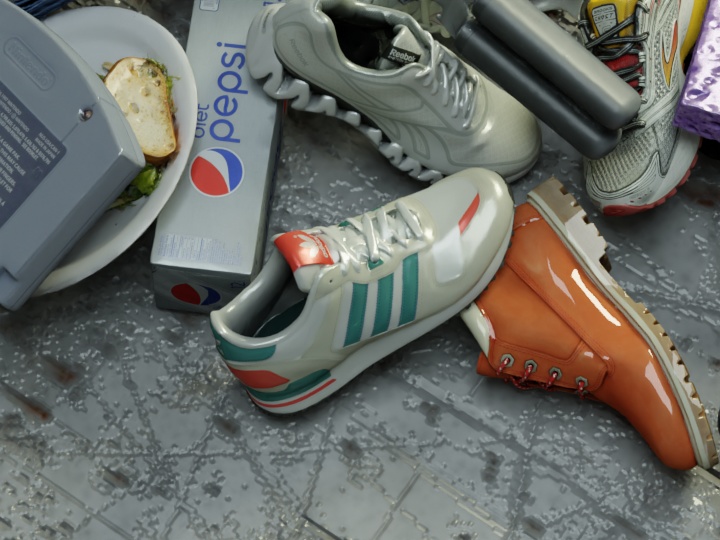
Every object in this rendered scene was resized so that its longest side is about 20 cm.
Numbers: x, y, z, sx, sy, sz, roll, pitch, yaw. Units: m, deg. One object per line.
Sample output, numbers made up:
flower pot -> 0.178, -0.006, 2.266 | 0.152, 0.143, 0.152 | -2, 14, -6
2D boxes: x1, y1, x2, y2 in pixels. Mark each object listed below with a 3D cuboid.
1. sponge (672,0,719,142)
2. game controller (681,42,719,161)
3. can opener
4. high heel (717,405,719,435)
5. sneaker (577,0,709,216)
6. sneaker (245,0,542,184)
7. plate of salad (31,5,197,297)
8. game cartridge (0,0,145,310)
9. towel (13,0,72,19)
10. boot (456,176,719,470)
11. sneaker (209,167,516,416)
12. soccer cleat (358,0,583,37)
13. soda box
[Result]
sponge -> 0.264, -0.147, 1.716 | 0.111, 0.030, 0.201 | 19, 54, 1
game controller -> 0.294, -0.122, 1.746 | 0.199, 0.042, 0.105 | -7, 66, -4
can opener -> 0.089, -0.151, 1.681 | 0.200, 0.053, 0.067 | 41, 43, 11
high heel -> 0.304, 0.112, 1.600 | 0.199, 0.071, 0.144 | -3, 92, 7
sneaker -> 0.160, -0.126, 1.714 | 0.077, 0.082, 0.201 | -11, 62, 33
sneaker -> 0.031, -0.110, 1.690 | 0.199, 0.081, 0.076 | 23, 60, -23
plate of salad -> -0.190, -0.077, 1.692 | 0.199, 0.048, 0.201 | -13, 59, 23
game cartridge -> -0.216, -0.083, 1.657 | 0.133, 0.041, 0.200 | -50, 55, 6
towel -> -0.132, -0.231, 1.732 | 0.199, 0.049, 0.112 | -26, 32, 31
boot -> 0.128, 0.053, 1.659 | 0.107, 0.075, 0.200 | -34, 67, -4
sneaker -> -0.001, 0.000, 1.636 | 0.199, 0.093, 0.070 | -36, 51, 4
soccer cleat -> 0.050, -0.177, 1.752 | 0.199, 0.070, 0.087 | -12, 55, -6
soda box -> -0.082, -0.076, 1.712 | 0.063, 0.068, 0.201 | 6, 66, 3
